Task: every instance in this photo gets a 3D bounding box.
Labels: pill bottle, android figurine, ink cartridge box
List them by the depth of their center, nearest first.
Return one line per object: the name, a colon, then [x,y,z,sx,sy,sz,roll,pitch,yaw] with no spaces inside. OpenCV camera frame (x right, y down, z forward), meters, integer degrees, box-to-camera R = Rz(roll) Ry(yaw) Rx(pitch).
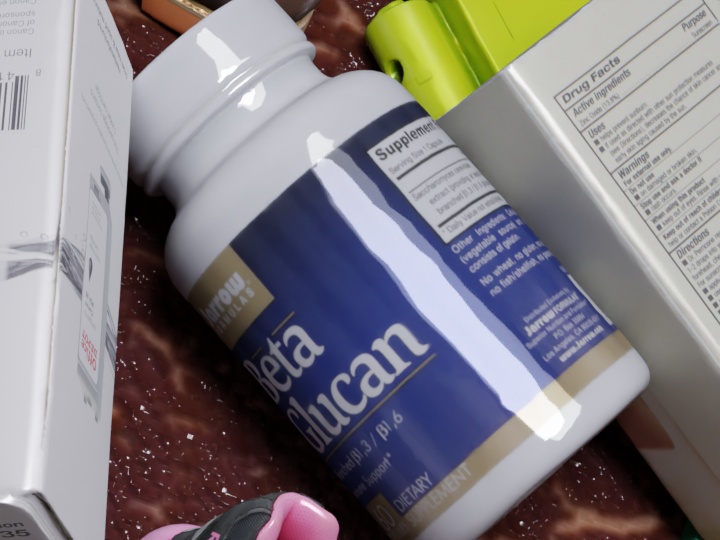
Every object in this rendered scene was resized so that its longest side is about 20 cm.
ink cartridge box: [-0.156,0.003,0.890,0.146,0.083,0.201,-4,61,9]
pill bottle: [0.000,0.000,0.983,0.200,0.111,0.111,49,54,6]
android figurine: [0.094,-0.088,1.119,0.182,0.041,0.200,-18,72,-32]

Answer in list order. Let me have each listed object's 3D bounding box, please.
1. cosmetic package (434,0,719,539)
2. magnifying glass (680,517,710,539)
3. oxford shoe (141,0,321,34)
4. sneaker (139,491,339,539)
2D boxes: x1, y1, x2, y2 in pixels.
cosmetic package: [0.125,-0.006,1.017,0.103,0.087,0.200,-36,92,-29]
magnifying glass: [0.130,0.129,1.029,0.200,0.022,0.080,-35,82,-34]
oxford shoe: [-0.099,-0.154,1.043,0.199,0.073,0.072,22,56,-13]
sneaker: [-0.017,0.163,0.889,0.079,0.095,0.201,1,63,-46]
